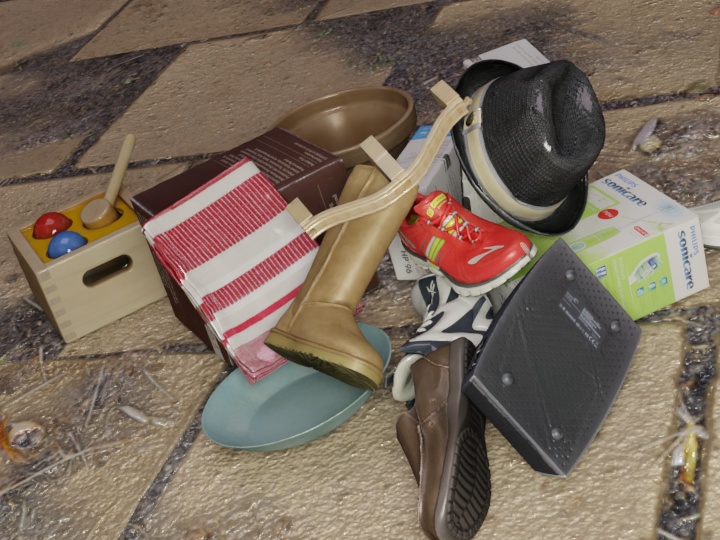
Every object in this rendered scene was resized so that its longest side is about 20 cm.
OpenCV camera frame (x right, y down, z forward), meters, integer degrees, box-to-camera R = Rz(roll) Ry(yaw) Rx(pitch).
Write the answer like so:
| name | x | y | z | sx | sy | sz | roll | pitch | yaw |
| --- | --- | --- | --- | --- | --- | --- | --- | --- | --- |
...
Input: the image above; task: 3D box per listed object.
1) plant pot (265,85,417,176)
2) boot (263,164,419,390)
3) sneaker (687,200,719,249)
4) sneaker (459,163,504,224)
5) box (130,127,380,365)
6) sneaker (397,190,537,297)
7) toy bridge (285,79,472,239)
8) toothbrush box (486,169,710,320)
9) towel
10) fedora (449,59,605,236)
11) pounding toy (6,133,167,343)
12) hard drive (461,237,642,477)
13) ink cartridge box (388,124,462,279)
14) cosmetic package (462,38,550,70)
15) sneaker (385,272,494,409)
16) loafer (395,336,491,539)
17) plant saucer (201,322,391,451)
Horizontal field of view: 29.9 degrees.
| name | x | y | z | sx | sy | sz | roll | pitch | yaw |
| --- | --- | --- | --- | --- | --- | --- | --- | --- | --- |
| plant pot | -0.018 | -0.153 | 1.731 | 0.200 | 0.093 | 0.201 | -14 | 28 | 8 |
| boot | 0.000 | 0.000 | 1.262 | 0.175 | 0.066 | 0.200 | 16 | 74 | 52 |
| sneaker | 0.415 | -0.093 | 1.361 | 0.200 | 0.116 | 0.076 | -9 | 29 | 15 |
| sneaker | 0.144 | -0.085 | 1.419 | 0.080 | 0.201 | 0.074 | -3 | 25 | 9 |
| box | -0.115 | -0.033 | 1.493 | 0.200 | 0.166 | 0.164 | -27 | 30 | -19 |
| sneaker | 0.087 | -0.035 | 1.300 | 0.077 | 0.085 | 0.200 | -43 | 29 | -18 |
| toy bridge | 0.026 | -0.098 | 1.261 | 0.200 | 0.027 | 0.067 | -39 | 49 | -1 |
| toothbrush box | 0.221 | -0.008 | 1.350 | 0.199 | 0.086 | 0.146 | -22 | 29 | -11 |
| towel | -0.108 | -0.004 | 1.353 | 0.144 | 0.200 | 0.023 | -34 | -9 | -21 |
| fedora | 0.178 | -0.136 | 1.304 | 0.092 | 0.201 | 0.201 | -34 | 10 | 44 |
| pounding toy | -0.318 | -0.045 | 1.653 | 0.200 | 0.143 | 0.184 | -27 | 30 | -17 |
| hard drive | 0.168 | 0.077 | 1.189 | 0.042 | 0.135 | 0.200 | -32 | 15 | 46 |
| ink cartridge box | 0.076 | -0.069 | 1.505 | 0.068 | 0.116 | 0.200 | -2 | 31 | 27 |
| cosmetic package | 0.183 | -0.139 | 1.481 | 0.081 | 0.201 | 0.113 | -18 | 29 | -2 |
| sneaker | 0.067 | 0.071 | 1.299 | 0.129 | 0.080 | 0.199 | -18 | 37 | -20 |
| loafer | 0.068 | 0.150 | 1.153 | 0.071 | 0.073 | 0.200 | -16 | 41 | 24 |
| plant saucer | -0.056 | 0.122 | 1.306 | 0.200 | 0.039 | 0.201 | -21 | 24 | 10 |
